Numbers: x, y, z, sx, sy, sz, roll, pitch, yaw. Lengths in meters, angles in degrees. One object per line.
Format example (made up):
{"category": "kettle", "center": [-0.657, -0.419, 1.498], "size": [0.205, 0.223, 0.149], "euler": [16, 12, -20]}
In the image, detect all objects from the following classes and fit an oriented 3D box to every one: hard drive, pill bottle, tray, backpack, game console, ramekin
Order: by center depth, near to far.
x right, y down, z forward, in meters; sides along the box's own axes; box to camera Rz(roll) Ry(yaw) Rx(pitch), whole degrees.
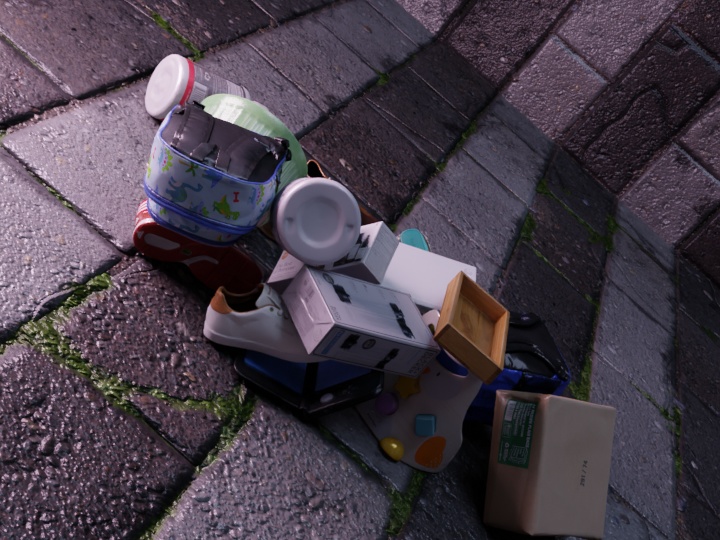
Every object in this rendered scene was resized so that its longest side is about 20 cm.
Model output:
{"category": "backpack", "center": [-0.203, -0.120, 1.557], "size": [0.182, 0.148, 0.200], "euler": [22, 20, -5]}
{"category": "pill bottle", "center": [-0.067, -0.071, 1.589], "size": [0.113, 0.114, 0.200], "euler": [37, -1, -10]}
{"category": "game console", "center": [-0.064, 0.102, 1.596], "size": [0.201, 0.174, 0.117], "euler": [-85, 152, -61]}
{"category": "tray", "center": [0.159, 0.078, 1.624], "size": [0.098, 0.037, 0.200], "euler": [40, 21, -6]}
{"category": "ramekin", "center": [-0.188, -0.158, 1.745], "size": [0.199, 0.200, 0.098], "euler": [38, 59, -8]}
{"category": "hard drive", "center": [0.078, 0.012, 1.750], "size": [0.198, 0.026, 0.132], "euler": [18, 39, -6]}
{"category": "backpack", "center": [0.199, 0.154, 1.801], "size": [0.198, 0.169, 0.163], "euler": [15, 28, -29]}
{"category": "pill bottle", "center": [-0.253, -0.276, 1.948], "size": [0.199, 0.111, 0.111], "euler": [22, 30, -38]}

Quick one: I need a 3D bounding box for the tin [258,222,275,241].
{"category": "tin", "center": [-0.098, -0.070, 1.930], "size": [0.199, 0.042, 0.112], "euler": [29, 22, -26]}

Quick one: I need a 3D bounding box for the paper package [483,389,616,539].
{"category": "paper package", "center": [0.278, 0.287, 1.690], "size": [0.103, 0.202, 0.190], "euler": [1, -10, 44]}

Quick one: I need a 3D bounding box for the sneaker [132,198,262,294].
{"category": "sneaker", "center": [-0.229, -0.049, 1.644], "size": [0.199, 0.078, 0.116], "euler": [30, 27, -28]}

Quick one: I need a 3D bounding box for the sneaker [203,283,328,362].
{"category": "sneaker", "center": [-0.105, 0.067, 1.539], "size": [0.198, 0.085, 0.073], "euler": [9, 27, -13]}

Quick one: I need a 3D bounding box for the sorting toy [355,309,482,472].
{"category": "sorting toy", "center": [0.086, 0.158, 1.642], "size": [0.106, 0.180, 0.200], "euler": [3, 43, -55]}

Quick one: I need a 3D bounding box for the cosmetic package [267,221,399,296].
{"category": "cosmetic package", "center": [-0.042, -0.012, 1.692], "size": [0.051, 0.199, 0.083], "euler": [49, 49, -29]}

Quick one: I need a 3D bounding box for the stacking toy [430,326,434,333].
{"category": "stacking toy", "center": [0.149, 0.117, 1.937], "size": [0.116, 0.109, 0.201], "euler": [32, 39, -43]}

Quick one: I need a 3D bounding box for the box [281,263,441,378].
{"category": "box", "center": [0.003, 0.070, 1.544], "size": [0.199, 0.060, 0.117], "euler": [15, 34, -41]}

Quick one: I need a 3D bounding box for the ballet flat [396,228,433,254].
{"category": "ballet flat", "center": [0.100, 0.018, 1.829], "size": [0.071, 0.072, 0.201], "euler": [26, 34, -31]}

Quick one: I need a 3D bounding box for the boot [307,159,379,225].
{"category": "boot", "center": [-0.007, -0.098, 1.959], "size": [0.188, 0.068, 0.200], "euler": [47, -7, 14]}
